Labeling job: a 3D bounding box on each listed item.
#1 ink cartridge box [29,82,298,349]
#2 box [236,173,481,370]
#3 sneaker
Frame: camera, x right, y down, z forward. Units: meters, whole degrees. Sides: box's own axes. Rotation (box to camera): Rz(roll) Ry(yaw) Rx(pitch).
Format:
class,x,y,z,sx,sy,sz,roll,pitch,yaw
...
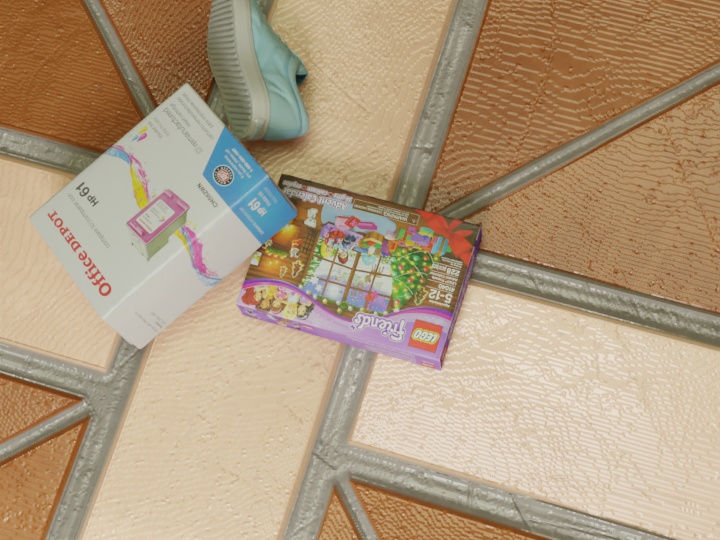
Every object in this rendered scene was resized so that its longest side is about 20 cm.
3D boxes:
class,x,y,z,sx,sy,sz,roll,pitch,yaw
ink cartridge box,-0.184,-0.050,1.333,0.200,0.085,0.145,-41,62,-1
box,0.000,0.000,1.341,0.200,0.039,0.137,15,74,11
sneaker,-0.098,-0.206,1.416,0.082,0.074,0.200,5,58,-31
